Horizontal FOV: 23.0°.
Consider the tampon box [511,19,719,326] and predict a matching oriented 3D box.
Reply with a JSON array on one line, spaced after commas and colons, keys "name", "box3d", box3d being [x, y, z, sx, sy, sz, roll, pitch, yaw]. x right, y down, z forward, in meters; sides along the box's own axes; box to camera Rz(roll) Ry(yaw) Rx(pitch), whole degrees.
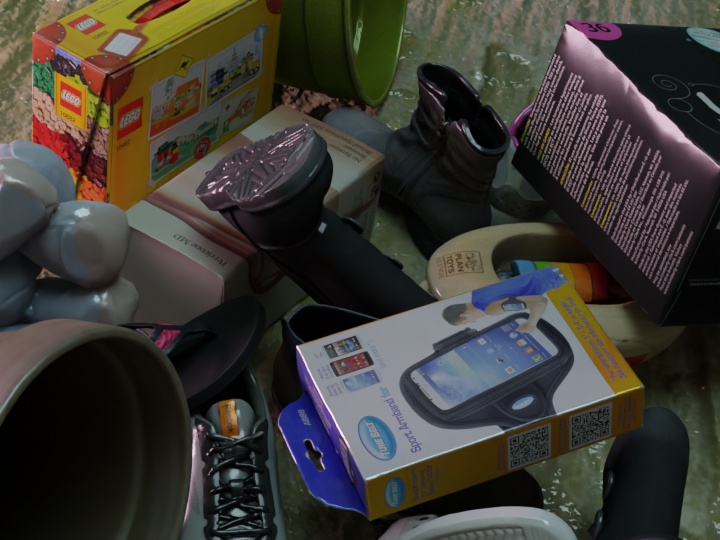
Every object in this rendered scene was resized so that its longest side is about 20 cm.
[{"name": "tampon box", "box3d": [0.231, -0.072, 1.243, 0.149, 0.127, 0.200, -2, 37, -32]}]

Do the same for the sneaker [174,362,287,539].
[{"name": "sneaker", "box3d": [-0.082, 0.132, 1.074, 0.074, 0.080, 0.201, 1, 40, -13]}]

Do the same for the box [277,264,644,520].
[{"name": "box", "box3d": [0.053, 0.072, 1.049, 0.199, 0.042, 0.119, -16, 43, -15]}]

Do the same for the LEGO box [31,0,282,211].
[{"name": "LEGO box", "box3d": [-0.152, -0.138, 1.344, 0.077, 0.150, 0.200, 29, 42, 24]}]

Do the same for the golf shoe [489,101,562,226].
[{"name": "golf shoe", "box3d": [0.155, -0.101, 1.407, 0.075, 0.092, 0.200, 18, 37, 14]}]

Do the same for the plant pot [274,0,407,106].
[{"name": "plant pot", "box3d": [-0.075, -0.241, 1.479, 0.192, 0.201, 0.201, 4, 36, 14]}]

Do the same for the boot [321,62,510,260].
[{"name": "boot", "box3d": [0.044, -0.106, 1.356, 0.070, 0.132, 0.200, -22, 48, -33]}]

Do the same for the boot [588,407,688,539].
[{"name": "boot", "box3d": [0.165, 0.152, 1.017, 0.065, 0.165, 0.200, 23, 40, 6]}]

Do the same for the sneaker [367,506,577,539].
[{"name": "sneaker", "box3d": [0.055, 0.156, 0.995, 0.074, 0.200, 0.118, 55, 38, -6]}]

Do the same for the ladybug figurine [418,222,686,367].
[{"name": "ladybug figurine", "box3d": [0.136, 0.026, 1.255, 0.199, 0.072, 0.136, 4, 37, -7]}]

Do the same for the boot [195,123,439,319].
[{"name": "boot", "box3d": [0.000, 0.000, 1.134, 0.066, 0.200, 0.165, -47, 17, -12]}]

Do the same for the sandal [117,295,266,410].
[{"name": "sandal", "box3d": [-0.151, 0.066, 1.099, 0.199, 0.045, 0.075, -26, 32, 2]}]

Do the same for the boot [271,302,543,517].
[{"name": "boot", "box3d": [0.025, 0.093, 1.119, 0.199, 0.097, 0.075, 24, 54, 20]}]

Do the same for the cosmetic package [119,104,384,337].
[{"name": "cosmetic package", "box3d": [-0.080, -0.028, 1.269, 0.103, 0.088, 0.200, 27, 42, 20]}]

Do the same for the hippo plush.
[{"name": "hippo plush", "box3d": [-0.239, 0.002, 1.191, 0.200, 0.159, 0.161, -39, 23, 6]}]

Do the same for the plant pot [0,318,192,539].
[{"name": "plant pot", "box3d": [-0.221, 0.117, 1.000, 0.173, 0.201, 0.200, 9, 34, 29]}]
